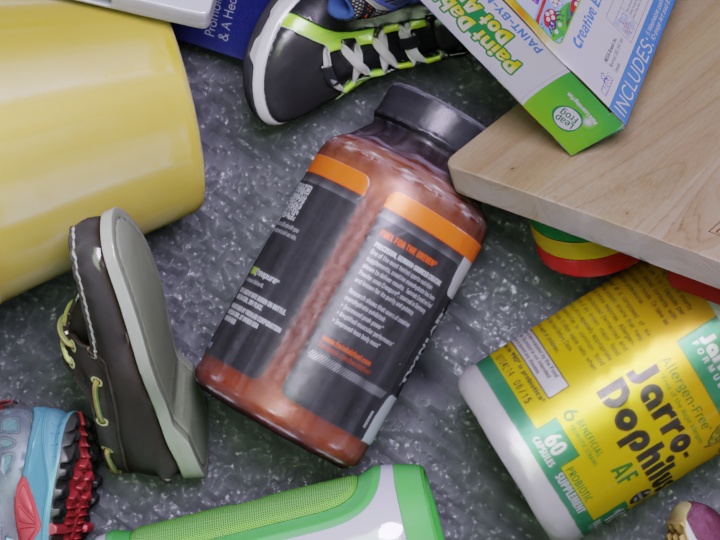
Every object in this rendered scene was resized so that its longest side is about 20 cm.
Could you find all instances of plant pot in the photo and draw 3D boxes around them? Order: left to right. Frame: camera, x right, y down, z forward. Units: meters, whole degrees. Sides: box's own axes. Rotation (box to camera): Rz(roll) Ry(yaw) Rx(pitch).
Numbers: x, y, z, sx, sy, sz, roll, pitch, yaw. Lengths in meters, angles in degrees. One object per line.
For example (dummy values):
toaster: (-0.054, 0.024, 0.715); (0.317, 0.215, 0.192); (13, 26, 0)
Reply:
plant pot: (-0.191, -0.074, 1.300); (0.188, 0.201, 0.201); (-15, 84, -12)

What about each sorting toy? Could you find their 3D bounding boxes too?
sorting toy: (0.187, -0.057, 1.263); (0.200, 0.070, 0.199); (-38, 40, -28)

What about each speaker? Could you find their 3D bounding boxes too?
speaker: (-0.054, 0.165, 1.315); (0.199, 0.088, 0.089); (-14, 85, 3)

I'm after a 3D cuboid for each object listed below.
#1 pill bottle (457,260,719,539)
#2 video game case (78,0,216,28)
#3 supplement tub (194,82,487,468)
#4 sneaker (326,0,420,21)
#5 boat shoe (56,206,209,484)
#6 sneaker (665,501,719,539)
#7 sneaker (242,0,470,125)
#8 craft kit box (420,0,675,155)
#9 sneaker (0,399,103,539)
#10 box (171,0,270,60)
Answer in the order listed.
pill bottle: (0.163, 0.053, 1.295); (0.200, 0.113, 0.113); (-32, 84, 1)
video game case: (-0.160, -0.213, 1.283); (0.199, 0.018, 0.144); (13, 64, 3)
supplement tub: (0.000, 0.000, 1.313); (0.107, 0.107, 0.200); (30, 87, 6)
sneaker: (-0.030, -0.216, 1.254); (0.078, 0.075, 0.200); (-37, 88, -26)
boat shoe: (-0.130, 0.046, 1.287); (0.060, 0.201, 0.072); (-6, 47, 8)
sneaker: (0.246, 0.197, 1.304); (0.090, 0.075, 0.200); (-34, 90, -7)
sneaker: (0.025, -0.144, 1.317); (0.200, 0.072, 0.083); (-40, 51, -8)
craft kit box: (0.086, -0.194, 1.260); (0.048, 0.200, 0.198); (-26, 116, 40)
sneaker: (-0.208, 0.172, 1.343); (0.095, 0.079, 0.201); (9, 79, 18)
box: (-0.113, -0.195, 1.349); (0.200, 0.032, 0.121); (18, 118, 7)
